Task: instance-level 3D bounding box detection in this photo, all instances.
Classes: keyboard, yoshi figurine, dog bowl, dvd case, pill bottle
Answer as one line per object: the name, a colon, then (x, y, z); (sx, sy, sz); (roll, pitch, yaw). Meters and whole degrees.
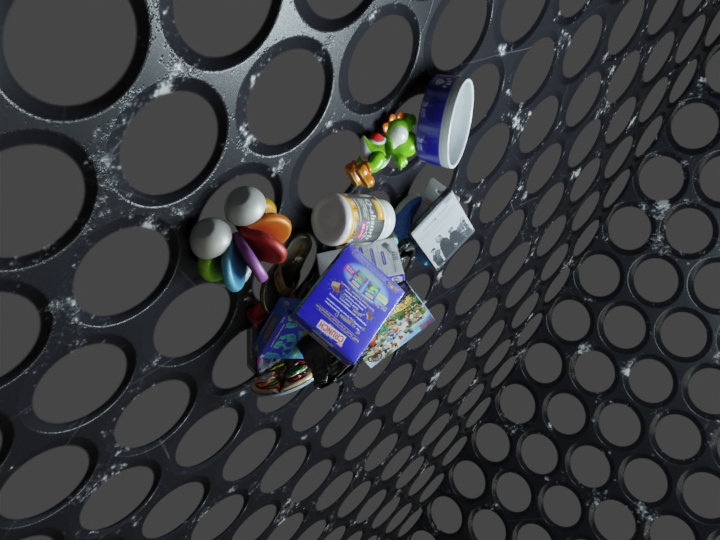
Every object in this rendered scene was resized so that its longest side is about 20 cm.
keyboard: (-0.137, 0.111, 1.734); (0.128, 0.020, 0.203); (-71, 173, -51)
yoshi figurine: (0.064, -0.260, 1.590); (0.200, 0.112, 0.112); (-47, 167, -14)
dog bowl: (0.195, -0.341, 1.629); (0.200, 0.077, 0.205); (14, 89, -72)
dvd case: (0.209, -0.102, 1.821); (0.150, 0.025, 0.200); (-46, 142, -2)
pill bottle: (-0.012, -0.116, 1.617); (0.198, 0.116, 0.118); (-6, 129, -53)

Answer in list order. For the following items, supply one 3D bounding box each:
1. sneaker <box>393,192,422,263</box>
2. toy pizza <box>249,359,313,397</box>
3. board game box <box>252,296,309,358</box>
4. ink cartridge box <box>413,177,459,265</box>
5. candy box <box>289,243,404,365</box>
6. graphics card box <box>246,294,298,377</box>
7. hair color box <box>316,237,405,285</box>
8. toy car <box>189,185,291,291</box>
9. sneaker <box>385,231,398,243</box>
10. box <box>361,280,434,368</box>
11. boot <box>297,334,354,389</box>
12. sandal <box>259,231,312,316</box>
sneaker: (0.119, -0.095, 1.836); (0.201, 0.111, 0.077); (-50, 151, -3)
toy pizza: (-0.181, 0.247, 1.740); (0.198, 0.198, 0.032); (-29, 109, -35)
board game box: (-0.131, 0.137, 1.646); (0.197, 0.045, 0.154); (5, 128, -42)
ink cartridge box: (0.196, -0.131, 1.902); (0.067, 0.116, 0.203); (0, 123, -51)
candy box: (-0.028, 0.075, 1.548); (0.201, 0.168, 0.077); (-52, -175, -21)
graphics card box: (-0.211, 0.150, 1.696); (0.124, 0.051, 0.203); (-30, 145, -34)
hair color box: (0.000, 0.000, 1.683); (0.195, 0.111, 0.065); (-12, 144, 0)
toy car: (-0.216, -0.043, 1.366); (0.200, 0.149, 0.176); (-44, 151, -13)
sneaker: (0.018, -0.033, 1.781); (0.202, 0.091, 0.077); (-54, 150, 5)
box: (0.065, 0.131, 1.696); (0.198, 0.038, 0.137); (-37, 132, 6)
boot: (-0.041, 0.170, 1.603); (0.199, 0.132, 0.068); (-39, 144, 6)
sandal: (-0.159, 0.012, 1.578); (0.081, 0.054, 0.203); (26, 96, -38)
